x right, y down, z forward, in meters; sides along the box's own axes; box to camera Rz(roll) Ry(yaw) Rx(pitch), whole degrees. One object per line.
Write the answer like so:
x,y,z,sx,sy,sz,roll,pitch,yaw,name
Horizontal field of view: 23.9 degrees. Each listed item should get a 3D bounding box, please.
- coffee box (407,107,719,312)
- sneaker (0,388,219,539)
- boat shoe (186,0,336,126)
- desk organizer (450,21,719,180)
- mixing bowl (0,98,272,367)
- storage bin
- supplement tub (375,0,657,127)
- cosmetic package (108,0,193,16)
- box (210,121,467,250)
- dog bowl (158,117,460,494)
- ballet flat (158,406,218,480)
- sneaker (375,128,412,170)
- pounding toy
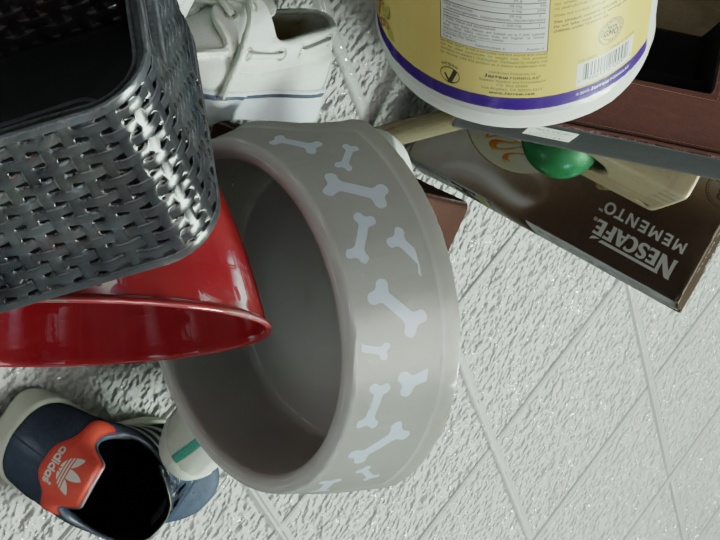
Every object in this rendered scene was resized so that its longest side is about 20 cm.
0.147,-0.070,1.109,0.115,0.199,0.080,-59,166,0,coffee box
-0.129,0.127,0.988,0.200,0.084,0.075,24,95,-59,sneaker
-0.071,-0.124,0.880,0.201,0.074,0.087,-6,120,-57,boat shoe
0.155,-0.101,0.920,0.072,0.198,0.078,109,-7,-87,desk organizer
-0.142,-0.021,0.782,0.200,0.199,0.109,14,69,-58,mixing bowl
-0.166,-0.059,0.658,0.199,0.136,0.094,-15,142,4,storage bin
0.076,-0.183,0.809,0.145,0.145,0.201,-43,150,-27,supplement tub
-0.136,-0.186,0.738,0.200,0.074,0.102,27,90,-58,cosmetic package
-0.025,-0.021,1.034,0.200,0.075,0.101,12,105,-56,box
-0.037,0.019,0.847,0.058,0.200,0.201,-13,126,-38,dog bowl
-0.076,0.076,1.021,0.200,0.069,0.070,-45,156,-74,ballet flat
0.000,0.000,0.967,0.080,0.070,0.201,-48,153,-48,sneaker
0.127,-0.129,1.027,0.201,0.183,0.142,-63,180,-2,pounding toy
